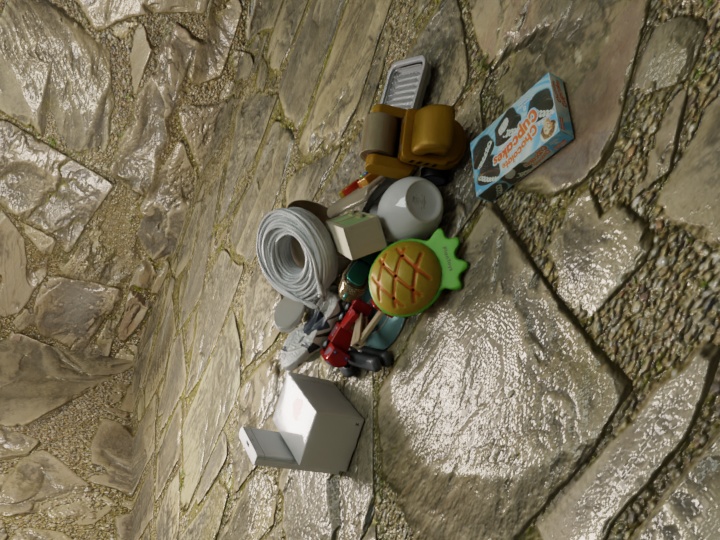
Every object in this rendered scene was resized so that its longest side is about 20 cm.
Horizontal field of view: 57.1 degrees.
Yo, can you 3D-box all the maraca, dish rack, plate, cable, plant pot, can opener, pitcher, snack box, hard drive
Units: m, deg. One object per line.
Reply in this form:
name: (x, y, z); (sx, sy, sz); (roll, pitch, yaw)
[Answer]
maraca: (0.102, 0.005, 1.210); (0.197, 0.106, 0.140); (-24, 78, 24)
dish rack: (0.095, -0.370, 1.484); (0.171, 0.043, 0.205); (19, 95, 64)
plate: (0.042, 0.067, 1.393); (0.199, 0.025, 0.205); (-36, 47, 51)
cable: (-0.136, -0.036, 1.410); (0.196, 0.069, 0.205); (17, 117, 33)
plant pot: (-0.113, -0.048, 1.552); (0.136, 0.196, 0.203); (-56, 33, 29)
can opener: (0.004, 0.197, 1.395); (0.199, 0.052, 0.069); (1, 110, 62)
pitcher: (0.083, -0.082, 1.297); (0.200, 0.118, 0.177); (149, 125, -66)
snack box: (0.261, -0.215, 1.095); (0.199, 0.036, 0.119); (-40, 44, 49)
hard drive: (-0.152, 0.386, 1.420); (0.131, 0.196, 0.027); (31, 103, 61)

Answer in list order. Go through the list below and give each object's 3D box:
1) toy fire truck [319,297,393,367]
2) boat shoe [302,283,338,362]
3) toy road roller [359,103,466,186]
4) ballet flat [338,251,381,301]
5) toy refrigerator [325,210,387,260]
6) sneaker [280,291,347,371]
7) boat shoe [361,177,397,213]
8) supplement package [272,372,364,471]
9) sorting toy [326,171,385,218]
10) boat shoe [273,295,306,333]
toy fire truck: (-0.003, 0.116, 1.339); (0.203, 0.048, 0.141); (-59, 20, 2)
boat shoe: (-0.097, 0.113, 1.514); (0.060, 0.070, 0.205); (42, 120, 42)
toy road roller: (0.103, -0.252, 1.247); (0.146, 0.194, 0.126); (121, 158, -74)
ballet flat: (0.000, 0.000, 1.376); (0.066, 0.070, 0.200); (-57, -5, 35)
toy refrigerator: (-0.014, -0.077, 1.325); (0.200, 0.074, 0.072); (-148, 40, -76)
sneaker: (-0.078, 0.154, 1.455); (0.201, 0.129, 0.079); (-55, 41, 0)
boat shoe: (0.037, -0.113, 1.459); (0.067, 0.073, 0.201); (47, 117, 21)
supplement package: (-0.096, 0.323, 1.430); (0.199, 0.117, 0.124); (33, 105, 61)
sorting toy: (0.023, -0.202, 1.441); (0.200, 0.037, 0.184); (-46, 14, -28)
boat shoe: (-0.155, 0.091, 1.540); (0.202, 0.070, 0.070); (-91, -10, -59)
